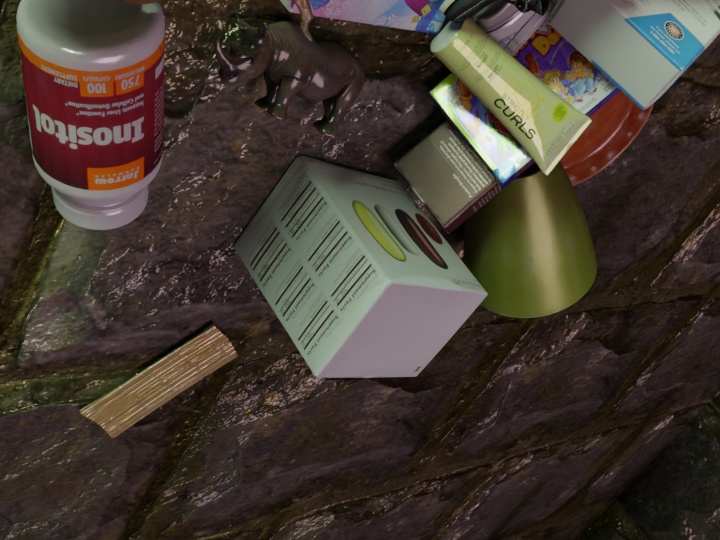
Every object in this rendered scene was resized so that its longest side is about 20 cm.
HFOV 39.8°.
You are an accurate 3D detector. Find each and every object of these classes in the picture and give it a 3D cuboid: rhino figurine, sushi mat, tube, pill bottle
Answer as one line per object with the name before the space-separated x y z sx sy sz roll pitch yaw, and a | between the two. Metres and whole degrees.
rhino figurine | -0.069 -0.191 0.951 0.199 0.060 0.088 12 106 -51
sushi mat | -0.252 0.141 1.265 0.199 0.012 0.096 -33 148 -7
tube | 0.159 -0.189 1.048 0.199 0.052 0.058 38 139 -26
pill bottle | -0.218 -0.133 0.825 0.112 0.113 0.201 -20 146 -26

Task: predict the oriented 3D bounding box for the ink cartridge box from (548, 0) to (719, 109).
ink cartridge box | 0.321 -0.293 1.064 0.200 0.146 0.086 -43 174 -28

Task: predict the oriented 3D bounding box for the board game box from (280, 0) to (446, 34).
board game box | 0.042 -0.319 0.909 0.198 0.041 0.201 -5 138 -42

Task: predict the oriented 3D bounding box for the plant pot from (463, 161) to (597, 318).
plant pot | 0.215 -0.075 1.319 0.186 0.187 0.201 -28 134 -13

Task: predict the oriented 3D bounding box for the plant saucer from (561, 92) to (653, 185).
plant saucer | 0.319 -0.199 1.372 0.199 0.032 0.201 -26 147 -18

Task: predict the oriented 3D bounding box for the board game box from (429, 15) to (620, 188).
board game box | 0.195 -0.210 1.120 0.199 0.135 0.045 -40 171 6

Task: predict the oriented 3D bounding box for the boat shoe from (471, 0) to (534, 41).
boat shoe | 0.171 -0.328 1.006 0.065 0.072 0.200 17 120 -49

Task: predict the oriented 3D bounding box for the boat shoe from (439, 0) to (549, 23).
boat shoe | 0.165 -0.275 0.932 0.198 0.067 0.074 -28 -173 28

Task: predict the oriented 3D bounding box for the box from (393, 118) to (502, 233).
box | 0.148 -0.146 1.185 0.199 0.101 0.075 -39 169 4

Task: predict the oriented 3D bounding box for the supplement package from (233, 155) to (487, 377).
supplement package | 0.000 0.000 1.147 0.190 0.201 0.147 7 130 -50

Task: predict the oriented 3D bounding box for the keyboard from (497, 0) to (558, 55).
keyboard | 0.194 -0.307 1.074 0.200 0.056 0.011 -48 172 18

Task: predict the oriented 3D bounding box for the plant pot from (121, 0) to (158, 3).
plant pot | -0.170 -0.267 0.652 0.185 0.187 0.200 -34 163 -3

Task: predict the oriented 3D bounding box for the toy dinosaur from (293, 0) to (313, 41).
toy dinosaur | -0.032 -0.281 0.800 0.135 0.201 0.086 -39 -174 7
